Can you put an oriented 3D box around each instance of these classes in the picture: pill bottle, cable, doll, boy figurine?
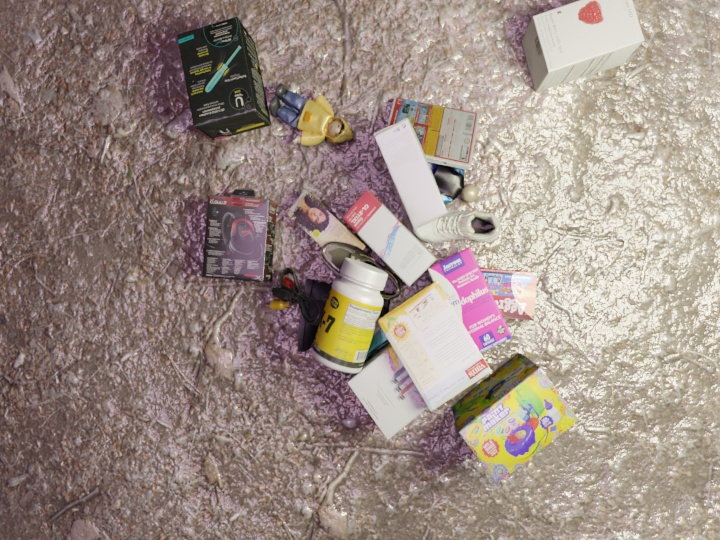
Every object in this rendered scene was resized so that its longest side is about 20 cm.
[{"bbox_3d":[-0.019,0.088,1.060,0.111,0.114,0.206,19,96,6],"label":"pill bottle"},{"bbox_3d":[-0.133,0.057,1.159,0.197,0.050,0.099,18,78,40],"label":"cable"},{"bbox_3d":[0.173,-0.213,1.172,0.197,0.048,0.139,31,91,6],"label":"doll"},{"bbox_3d":[-0.110,-0.337,1.199,0.197,0.064,0.127,31,90,9],"label":"boy figurine"}]

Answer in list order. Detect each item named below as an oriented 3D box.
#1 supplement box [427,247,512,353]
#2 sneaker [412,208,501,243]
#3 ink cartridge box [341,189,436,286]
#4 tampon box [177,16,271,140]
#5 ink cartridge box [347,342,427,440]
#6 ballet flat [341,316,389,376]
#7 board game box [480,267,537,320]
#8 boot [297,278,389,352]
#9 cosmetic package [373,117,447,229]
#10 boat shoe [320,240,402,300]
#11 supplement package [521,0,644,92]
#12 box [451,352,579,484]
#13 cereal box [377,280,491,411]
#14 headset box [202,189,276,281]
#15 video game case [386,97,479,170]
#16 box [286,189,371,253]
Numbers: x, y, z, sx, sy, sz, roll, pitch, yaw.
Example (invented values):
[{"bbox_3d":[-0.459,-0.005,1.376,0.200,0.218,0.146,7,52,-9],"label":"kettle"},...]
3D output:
[{"bbox_3d":[0.225,0.066,1.118,0.099,0.103,0.204,-26,85,6],"label":"supplement box"},{"bbox_3d":[0.209,-0.101,1.141,0.193,0.099,0.081,-2,89,6],"label":"sneaker"},{"bbox_3d":[0.063,-0.064,1.133,0.083,0.146,0.200,-45,85,3],"label":"ink cartridge box"},{"bbox_3d":[-0.301,-0.421,1.189,0.145,0.126,0.207,-11,89,6],"label":"tampon box"},{"bbox_3d":[0.094,0.221,1.126,0.198,0.145,0.146,-38,86,3],"label":"ink cartridge box"},{"bbox_3d":[0.015,0.143,1.132,0.199,0.068,0.071,-42,99,16],"label":"ballet flat"},{"bbox_3d":[0.286,0.049,1.171,0.193,0.019,0.107,4,90,6],"label":"board game box"},{"bbox_3d":[-0.037,0.114,1.189,0.193,0.066,0.170,9,97,-1],"label":"boot"},{"bbox_3d":[0.105,-0.193,1.082,0.079,0.113,0.205,-22,92,11],"label":"cosmetic package"},{"bbox_3d":[0.001,-0.003,1.133,0.198,0.060,0.073,30,93,2],"label":"boat shoe"},{"bbox_3d":[0.457,-0.479,1.109,0.194,0.120,0.125,-17,86,5],"label":"supplement package"},{"bbox_3d":[0.301,0.289,1.078,0.198,0.193,0.123,-39,86,5],"label":"box"},{"bbox_3d":[0.142,0.145,1.030,0.142,0.040,0.203,-31,86,4],"label":"cereal box"},{"bbox_3d":[-0.271,-0.082,1.206,0.144,0.075,0.207,3,90,6],"label":"headset box"},{"bbox_3d":[0.154,-0.302,1.164,0.194,0.018,0.147,13,66,6],"label":"video game case"},{"bbox_3d":[-0.070,-0.087,1.197,0.199,0.050,0.076,42,94,5],"label":"box"}]
